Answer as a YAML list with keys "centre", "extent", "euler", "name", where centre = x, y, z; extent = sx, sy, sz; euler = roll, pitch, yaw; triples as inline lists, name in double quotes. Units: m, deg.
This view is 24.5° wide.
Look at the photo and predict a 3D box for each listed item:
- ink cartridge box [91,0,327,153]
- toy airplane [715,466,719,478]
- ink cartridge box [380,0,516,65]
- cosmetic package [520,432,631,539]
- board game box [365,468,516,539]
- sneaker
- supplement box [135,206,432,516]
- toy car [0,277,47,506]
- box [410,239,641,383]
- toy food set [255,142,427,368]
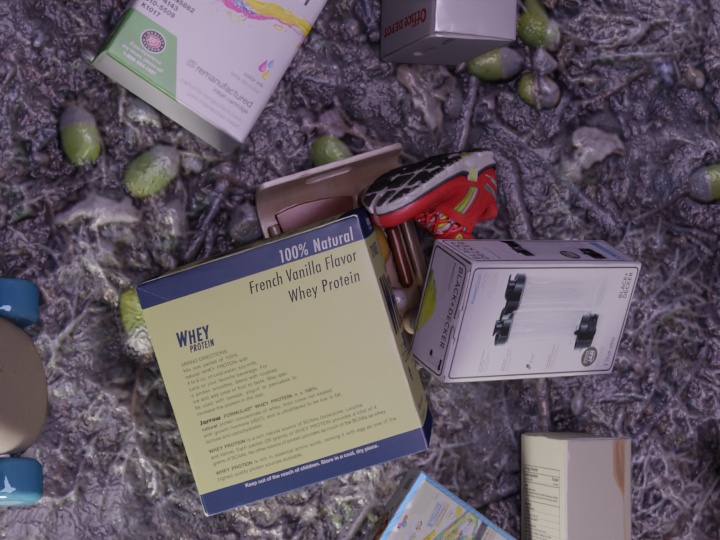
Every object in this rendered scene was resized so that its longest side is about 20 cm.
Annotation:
- centre: [-0.121, -0.229, 1.461]
  extent: [0.144, 0.084, 0.201]
  euler: [33, 78, -13]
  name: "ink cartridge box"
- centre: [0.438, 0.254, 1.584]
  extent: [0.197, 0.141, 0.202]
  euler: [2, 104, -7]
  name: "toy airplane"
- centre: [0.078, -0.296, 1.493]
  extent: [0.085, 0.146, 0.203]
  euler: [1, 88, -19]
  name: "ink cartridge box"
- centre: [0.198, 0.252, 1.531]
  extent: [0.070, 0.105, 0.203]
  euler: [1, 89, -19]
  name: "cosmetic package"
- centre: [0.049, 0.303, 1.518]
  extent: [0.134, 0.034, 0.201]
  euler: [37, 78, -13]
  name: "board game box"
- centre: [0.075, -0.057, 1.479]
  extent: [0.199, 0.076, 0.086]
  euler: [-22, 101, -56]
  name: "sneaker"
- centre: [-0.060, 0.073, 1.410]
  extent: [0.198, 0.134, 0.202]
  euler: [-18, 93, 5]
  name: "supplement box"
- centre: [-0.373, 0.099, 1.356]
  extent: [0.198, 0.177, 0.187]
  euler: [-7, 75, 11]
  name: "toy car"
- centre: [0.149, 0.034, 1.499]
  extent: [0.198, 0.060, 0.118]
  euler: [-2, 114, -33]
  name: "box"
- centre: [0.000, 0.000, 1.501]
  extent: [0.142, 0.060, 0.202]
  euler: [-18, 92, -17]
  name: "toy food set"
